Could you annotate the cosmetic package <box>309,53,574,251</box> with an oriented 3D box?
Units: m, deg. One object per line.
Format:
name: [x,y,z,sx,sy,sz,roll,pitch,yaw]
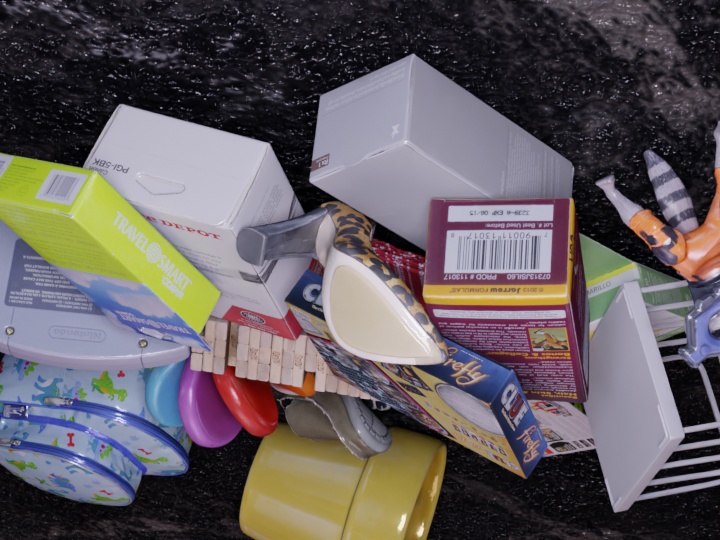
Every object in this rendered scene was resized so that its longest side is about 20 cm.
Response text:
cosmetic package: [0.066,-0.076,1.363,0.107,0.090,0.200,-18,142,39]

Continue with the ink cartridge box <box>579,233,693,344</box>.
ink cartridge box: [0.185,0.033,1.536,0.145,0.048,0.200,-25,153,32]

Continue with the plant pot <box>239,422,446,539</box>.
plant pot: [-0.024,0.256,1.919,0.188,0.201,0.201,16,154,11]

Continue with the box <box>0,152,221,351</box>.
box: [-0.201,-0.013,1.389,0.122,0.048,0.200,12,155,39]

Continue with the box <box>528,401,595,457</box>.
box: [0.178,0.137,1.805,0.110,0.035,0.200,-13,147,32]

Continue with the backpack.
backpack: [-0.270,0.156,1.784,0.199,0.147,0.183,0,153,22]

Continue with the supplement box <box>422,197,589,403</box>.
supplement box: [0.118,0.027,1.365,0.110,0.086,0.200,0,153,12]

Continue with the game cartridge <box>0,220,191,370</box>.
game cartridge: [-0.244,0.021,1.552,0.199,0.134,0.042,6,161,0]

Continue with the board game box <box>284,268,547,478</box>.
board game box: [0.045,0.081,1.381,0.200,0.035,0.136,26,161,30]

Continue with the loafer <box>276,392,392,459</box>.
loafer: [-0.029,0.146,1.712,0.075,0.070,0.200,48,176,-20]

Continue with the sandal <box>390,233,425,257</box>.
sandal: [0.122,0.000,1.539,0.200,0.045,0.075,16,153,-19]

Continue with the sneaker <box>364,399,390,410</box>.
sneaker: [0.070,0.088,1.693,0.083,0.081,0.200,1,168,-39]

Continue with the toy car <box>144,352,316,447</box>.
toy car: [-0.124,0.093,1.649,0.200,0.150,0.175,-11,149,28]

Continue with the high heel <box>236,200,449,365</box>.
high heel: [0.021,0.006,1.322,0.200,0.072,0.142,33,-152,30]

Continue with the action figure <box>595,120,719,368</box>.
action figure: [0.296,-0.019,1.348,0.200,0.194,0.105,-27,-175,-14]

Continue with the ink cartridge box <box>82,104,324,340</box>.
ink cartridge box: [-0.123,-0.037,1.431,0.146,0.083,0.200,17,157,22]

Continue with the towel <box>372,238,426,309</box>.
towel: [0.000,0.000,1.520,0.200,0.023,0.145,21,159,19]

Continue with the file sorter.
file sorter: [0.278,0.104,1.504,0.124,0.139,0.200,-8,157,-10]

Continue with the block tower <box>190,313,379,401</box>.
block tower: [-0.045,0.068,1.527,0.199,0.058,0.054,8,118,4]
